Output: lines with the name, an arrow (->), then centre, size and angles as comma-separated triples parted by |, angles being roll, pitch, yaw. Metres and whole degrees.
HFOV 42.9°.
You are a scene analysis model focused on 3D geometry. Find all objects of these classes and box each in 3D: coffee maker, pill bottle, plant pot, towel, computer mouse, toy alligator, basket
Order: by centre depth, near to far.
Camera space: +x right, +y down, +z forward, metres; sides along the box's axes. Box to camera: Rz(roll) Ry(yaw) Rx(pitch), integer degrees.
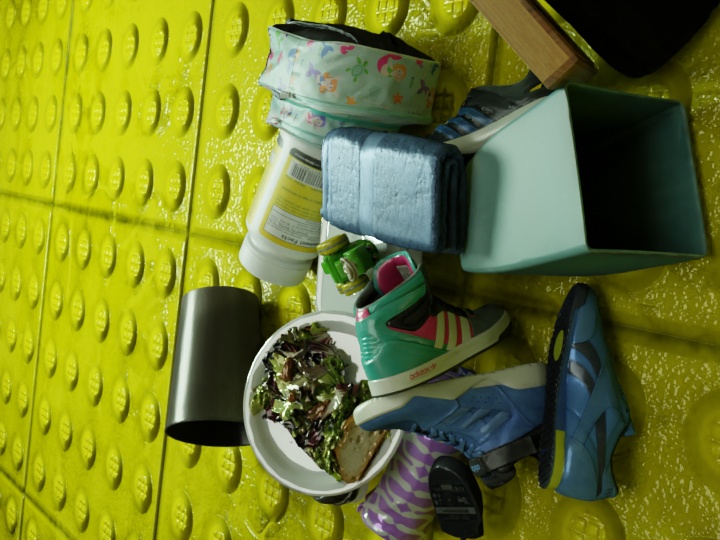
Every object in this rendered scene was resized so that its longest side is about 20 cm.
coffee maker -> 0.202, -0.245, 0.759 | 0.135, 0.200, 0.193 | -27, 57, 35
plant pot -> 0.182, -0.060, 0.840 | 0.200, 0.141, 0.142 | -24, 68, 57
towel -> 0.030, -0.084, 0.924 | 0.200, 0.048, 0.112 | 20, 114, 52
toy alligator -> -0.004, -0.011, 0.938 | 0.059, 0.054, 0.200 | 62, 172, -5
computer mouse -> 0.117, 0.283, 0.944 | 0.059, 0.034, 0.201 | -9, 99, 40
pill bottle -> -0.082, -0.087, 1.189 | 0.114, 0.114, 0.200 | 50, 124, 41
basket -> -0.200, 0.134, 1.297 | 0.136, 0.180, 0.201 | -11, 67, 17

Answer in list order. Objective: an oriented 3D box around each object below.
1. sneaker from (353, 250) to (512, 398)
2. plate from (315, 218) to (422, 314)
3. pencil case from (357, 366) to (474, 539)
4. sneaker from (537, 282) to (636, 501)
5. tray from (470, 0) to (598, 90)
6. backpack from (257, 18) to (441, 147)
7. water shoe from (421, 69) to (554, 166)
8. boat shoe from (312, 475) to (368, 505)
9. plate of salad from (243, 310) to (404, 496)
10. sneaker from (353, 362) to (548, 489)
sneaker -> 0.065, 0.036, 0.904 | 0.084, 0.200, 0.121 | -18, 93, 45
plate -> 0.000, 0.000, 1.046 | 0.199, 0.032, 0.201 | 18, 105, 57
pencil case -> 0.066, 0.202, 0.998 | 0.085, 0.084, 0.200 | 24, 108, 12
sneaker -> 0.214, 0.112, 0.851 | 0.066, 0.078, 0.201 | 96, -177, -72
tray -> 0.159, -0.206, 0.808 | 0.037, 0.200, 0.099 | -42, 84, 21
backpack -> -0.010, -0.212, 1.058 | 0.200, 0.177, 0.151 | 19, 103, 53
water shoe -> 0.122, -0.145, 0.955 | 0.200, 0.071, 0.079 | -19, 59, 25
boat shoe -> -0.041, 0.165, 1.037 | 0.074, 0.060, 0.201 | -21, 70, 39
plate of salad -> -0.044, 0.140, 0.984 | 0.199, 0.048, 0.201 | -5, 76, 23
sneaker -> 0.099, 0.162, 0.892 | 0.077, 0.199, 0.112 | 115, 144, -76
